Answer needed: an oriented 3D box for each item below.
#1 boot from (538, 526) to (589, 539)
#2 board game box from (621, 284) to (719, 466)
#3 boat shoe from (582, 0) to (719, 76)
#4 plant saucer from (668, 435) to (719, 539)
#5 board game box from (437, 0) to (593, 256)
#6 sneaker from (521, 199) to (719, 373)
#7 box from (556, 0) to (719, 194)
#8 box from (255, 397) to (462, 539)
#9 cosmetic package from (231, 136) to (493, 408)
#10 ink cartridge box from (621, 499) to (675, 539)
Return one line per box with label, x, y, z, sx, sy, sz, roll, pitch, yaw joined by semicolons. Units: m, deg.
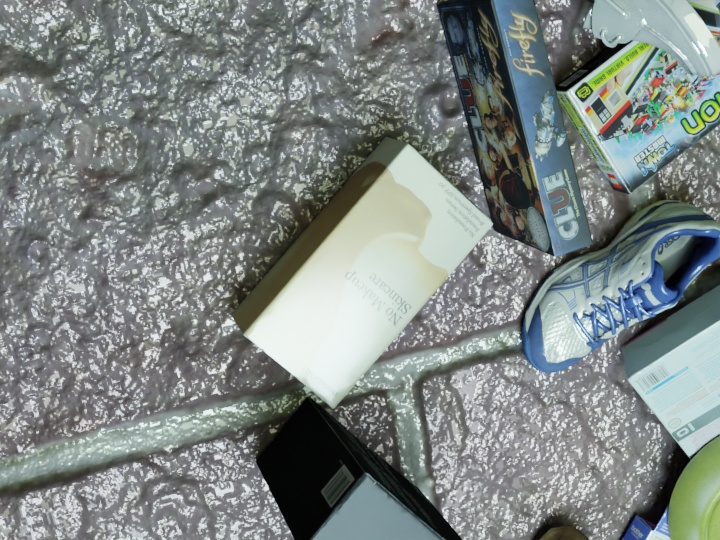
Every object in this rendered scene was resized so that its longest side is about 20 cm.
boot;0.164;0.323;1.060;0.073;0.075;0.200;14;111;-26
board game box;0.350;0.114;1.037;0.147;0.064;0.200;-35;106;18
boat shoe;0.206;-0.219;0.941;0.200;0.072;0.069;45;100;0
plant saucer;0.375;0.223;1.027;0.199;0.031;0.200;2;110;4
board game box;0.119;-0.119;0.924;0.035;0.135;0.200;-19;104;-9
sneaker;0.223;0.015;0.999;0.200;0.088;0.075;-44;109;-1
box;0.275;-0.169;1.004;0.200;0.035;0.110;-38;107;-4
box;0.006;0.195;0.921;0.141;0.200;0.079;40;88;-17
cosmetic package;0.000;0.000;0.950;0.105;0.071;0.200;40;89;-17
ink cartridge box;0.278;0.314;1.093;0.119;0.042;0.200;27;96;-18
